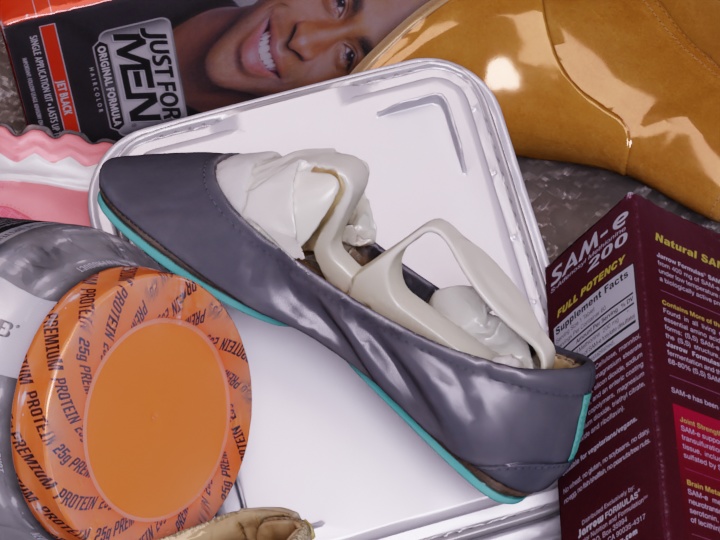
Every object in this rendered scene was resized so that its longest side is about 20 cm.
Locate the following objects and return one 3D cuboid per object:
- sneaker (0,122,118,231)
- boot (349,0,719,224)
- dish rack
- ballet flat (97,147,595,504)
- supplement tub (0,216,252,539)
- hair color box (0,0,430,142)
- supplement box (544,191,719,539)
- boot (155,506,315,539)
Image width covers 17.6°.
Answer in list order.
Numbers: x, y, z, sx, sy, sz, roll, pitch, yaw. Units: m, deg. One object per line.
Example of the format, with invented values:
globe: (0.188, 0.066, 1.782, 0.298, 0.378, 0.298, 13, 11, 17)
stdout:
sneaker: (-0.078, -0.003, 0.946, 0.199, 0.074, 0.087, 5, 75, 6)
boot: (0.098, -0.063, 0.963, 0.201, 0.071, 0.144, -31, 56, -23)
dish rack: (-0.005, 0.020, 0.879, 0.171, 0.044, 0.201, -15, 77, -6)
ballet flat: (0.000, 0.000, 0.820, 0.200, 0.073, 0.073, 36, 62, 9)
supplement tub: (-0.141, 0.041, 0.830, 0.199, 0.123, 0.123, 5, 48, 42)
hair color box: (-0.054, -0.114, 0.993, 0.199, 0.102, 0.061, -16, 53, -7)
supplement box: (0.128, 0.081, 0.829, 0.108, 0.061, 0.201, 22, 48, -26)
boot: (0.006, 0.151, 0.741, 0.199, 0.156, 0.073, -7, 21, 14)
